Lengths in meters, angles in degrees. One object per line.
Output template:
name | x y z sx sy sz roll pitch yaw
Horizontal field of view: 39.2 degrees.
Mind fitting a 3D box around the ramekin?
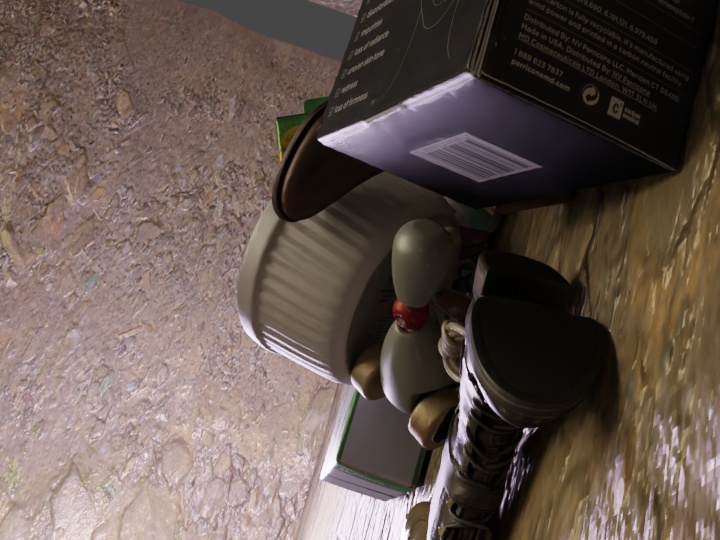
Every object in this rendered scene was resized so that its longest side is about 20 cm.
ramekin | 0.000 0.000 0.861 0.200 0.104 0.202 -41 -32 -33

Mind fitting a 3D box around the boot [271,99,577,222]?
boot | 0.047 -0.070 0.703 0.187 0.200 0.064 -48 -43 -2

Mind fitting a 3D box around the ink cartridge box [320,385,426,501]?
ink cartridge box | 0.022 0.146 1.019 0.200 0.082 0.149 111 176 -72

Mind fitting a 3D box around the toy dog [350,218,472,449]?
toy dog | 0.061 0.043 0.769 0.096 0.133 0.201 -30 -17 -31

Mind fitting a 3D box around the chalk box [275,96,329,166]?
chalk box | -0.023 -0.100 1.095 0.124 0.122 0.204 80 -178 -77

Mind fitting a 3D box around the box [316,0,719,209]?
box | 0.087 -0.153 0.547 0.199 0.122 0.200 -4 68 68

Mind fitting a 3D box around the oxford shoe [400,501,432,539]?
oxford shoe | 0.028 0.191 0.616 0.200 0.073 0.072 -81 8 -77

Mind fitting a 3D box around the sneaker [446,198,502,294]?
sneaker | 0.071 -0.027 0.995 0.200 0.076 0.143 -124 47 -74

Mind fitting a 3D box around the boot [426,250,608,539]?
boot | 0.073 0.095 0.552 0.200 0.068 0.177 -66 -11 -73
